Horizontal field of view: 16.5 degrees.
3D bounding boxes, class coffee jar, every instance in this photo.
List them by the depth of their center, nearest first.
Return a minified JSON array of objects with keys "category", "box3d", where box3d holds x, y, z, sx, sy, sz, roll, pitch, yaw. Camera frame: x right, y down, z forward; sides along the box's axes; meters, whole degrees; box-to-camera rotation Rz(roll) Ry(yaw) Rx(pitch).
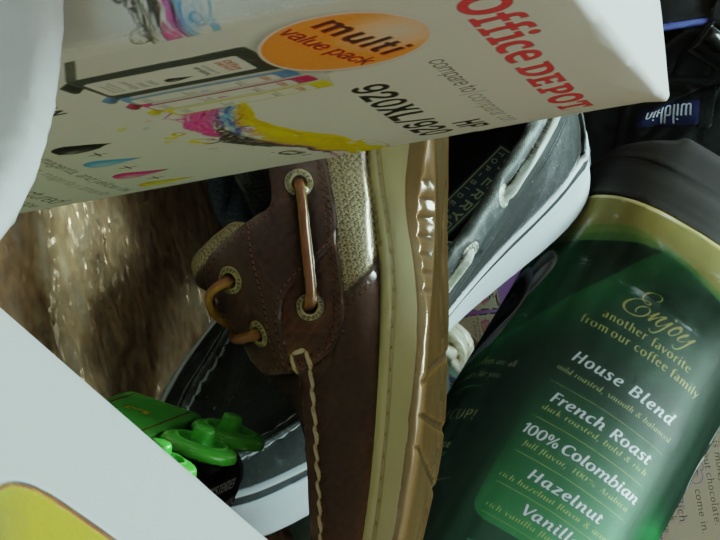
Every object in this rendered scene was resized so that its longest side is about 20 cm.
[{"category":"coffee jar","box3d":[0.072,0.053,0.844,0.200,0.085,0.104,-58,-178,-24]}]

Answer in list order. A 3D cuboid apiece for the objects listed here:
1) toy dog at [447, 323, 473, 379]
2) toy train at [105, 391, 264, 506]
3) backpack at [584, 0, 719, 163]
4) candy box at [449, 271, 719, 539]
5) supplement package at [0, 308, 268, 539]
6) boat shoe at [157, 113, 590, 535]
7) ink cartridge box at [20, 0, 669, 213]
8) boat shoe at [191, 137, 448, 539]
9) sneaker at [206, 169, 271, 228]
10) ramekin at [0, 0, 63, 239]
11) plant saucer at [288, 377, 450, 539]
[{"category":"toy dog","box3d":[0.070,0.075,0.971,0.200,0.096,0.132,-76,153,-56]},{"category":"toy train","box3d":[-0.076,0.060,0.651,0.200,0.056,0.042,-11,119,-76]},{"category":"backpack","box3d":[0.102,-0.105,1.175,0.200,0.183,0.147,66,21,-59]},{"category":"candy box","box3d":[0.119,0.053,1.089,0.072,0.200,0.168,-15,97,-48]},{"category":"supplement package","box3d":[-0.096,0.105,0.365,0.200,0.151,0.152,52,32,-61]},{"category":"boat shoe","box3d":[0.002,0.001,0.788,0.199,0.074,0.068,-40,148,-20]},{"category":"ink cartridge box","box3d":[-0.041,-0.105,0.601,0.147,0.200,0.145,26,56,-72]},{"category":"boat shoe","box3d":[-0.013,0.001,0.719,0.072,0.072,0.200,37,53,-81]},{"category":"sneaker","box3d":[-0.016,-0.050,0.859,0.079,0.096,0.200,40,-2,26]},{"category":"ramekin","box3d":[-0.135,-0.089,0.440,0.200,0.098,0.201,-9,90,-76]},{"category":"plant saucer","box3d":[-0.004,0.047,0.970,0.200,0.036,0.200,-10,90,-76]}]
